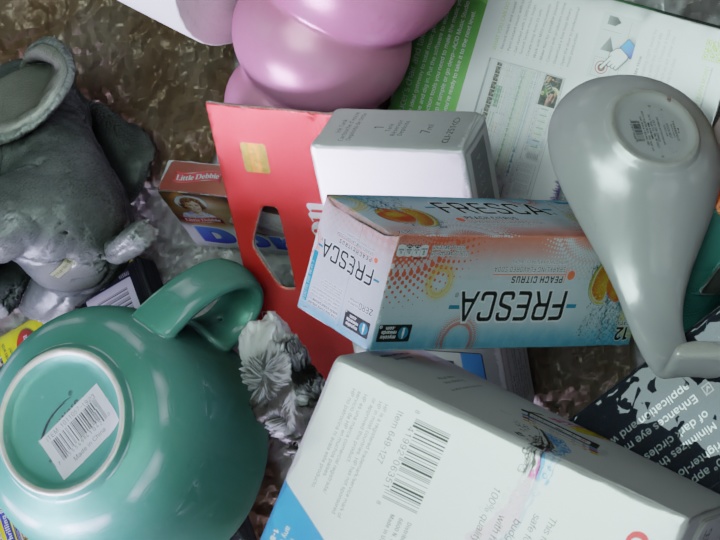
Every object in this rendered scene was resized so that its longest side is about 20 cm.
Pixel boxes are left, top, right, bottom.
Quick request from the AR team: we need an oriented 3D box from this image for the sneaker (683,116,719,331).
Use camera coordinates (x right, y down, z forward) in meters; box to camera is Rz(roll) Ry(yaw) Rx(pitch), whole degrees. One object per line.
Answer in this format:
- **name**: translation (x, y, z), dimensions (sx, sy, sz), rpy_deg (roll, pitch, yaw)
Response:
- **sneaker**: translation (0.229, -0.041, 1.593), dimensions (0.080, 0.071, 0.200), rpy_deg (26, 91, 24)

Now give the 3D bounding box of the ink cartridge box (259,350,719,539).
- **ink cartridge box**: translation (0.068, 0.147, 1.480), dimensions (0.200, 0.145, 0.147), rpy_deg (26, 97, 16)

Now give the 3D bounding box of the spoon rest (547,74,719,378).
- **spoon rest**: translation (0.156, -0.022, 1.531), dimensions (0.099, 0.061, 0.200), rpy_deg (2, 54, -16)

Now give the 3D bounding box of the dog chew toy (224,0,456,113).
- **dog chew toy**: translation (-0.018, -0.145, 1.661), dimensions (0.125, 0.125, 0.200), rpy_deg (36, 118, 21)

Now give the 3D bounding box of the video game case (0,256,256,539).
- **video game case**: translation (-0.172, 0.119, 1.768), dimensions (0.181, 0.026, 0.200), rpy_deg (-30, 67, 19)

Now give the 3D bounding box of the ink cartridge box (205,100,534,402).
- **ink cartridge box**: translation (0.000, 0.000, 1.650), dimensions (0.176, 0.045, 0.200), rpy_deg (4, 125, 23)

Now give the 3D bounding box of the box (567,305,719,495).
- **box**: translation (0.227, 0.128, 1.565), dimensions (0.197, 0.117, 0.200), rpy_deg (-38, 73, 16)

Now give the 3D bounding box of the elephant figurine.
- **elephant figurine**: translation (-0.199, -0.078, 1.754), dimensions (0.155, 0.142, 0.200), rpy_deg (9, 60, -7)

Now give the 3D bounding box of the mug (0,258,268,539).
- **mug**: translation (-0.144, 0.082, 1.681), dimensions (0.152, 0.114, 0.185), rpy_deg (-2, 78, 27)

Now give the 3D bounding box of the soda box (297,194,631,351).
- **soda box**: translation (0.066, 0.001, 1.542), dimensions (0.064, 0.200, 0.068), rpy_deg (31, 112, 45)

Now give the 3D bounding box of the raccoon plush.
- **raccoon plush**: translation (0.024, 0.109, 1.657), dimensions (0.097, 0.134, 0.200), rpy_deg (-31, 66, 25)

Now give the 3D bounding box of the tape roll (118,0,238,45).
- **tape roll**: translation (-0.076, -0.236, 1.669), dimensions (0.071, 0.202, 0.203), rpy_deg (28, 98, 22)

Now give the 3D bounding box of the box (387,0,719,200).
- **box**: translation (0.115, -0.094, 1.670), dimensions (0.200, 0.036, 0.144), rpy_deg (18, 94, 22)

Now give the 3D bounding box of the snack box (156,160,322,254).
- **snack box**: translation (-0.017, -0.031, 1.701), dimensions (0.200, 0.072, 0.024), rpy_deg (6, 65, 23)
